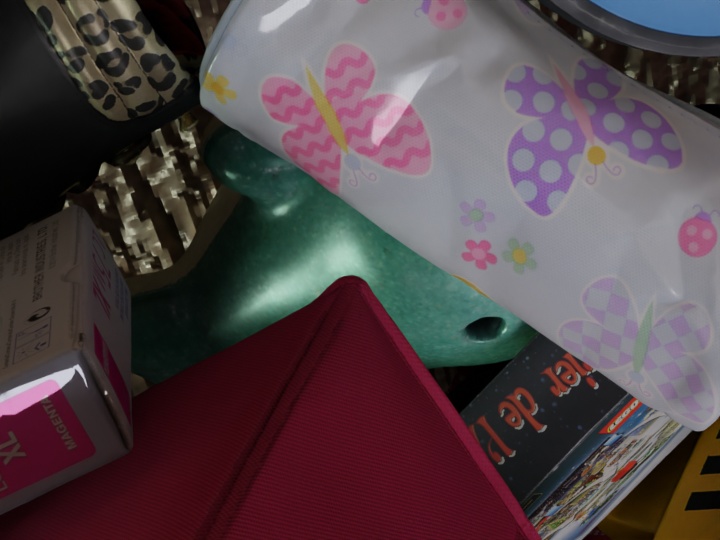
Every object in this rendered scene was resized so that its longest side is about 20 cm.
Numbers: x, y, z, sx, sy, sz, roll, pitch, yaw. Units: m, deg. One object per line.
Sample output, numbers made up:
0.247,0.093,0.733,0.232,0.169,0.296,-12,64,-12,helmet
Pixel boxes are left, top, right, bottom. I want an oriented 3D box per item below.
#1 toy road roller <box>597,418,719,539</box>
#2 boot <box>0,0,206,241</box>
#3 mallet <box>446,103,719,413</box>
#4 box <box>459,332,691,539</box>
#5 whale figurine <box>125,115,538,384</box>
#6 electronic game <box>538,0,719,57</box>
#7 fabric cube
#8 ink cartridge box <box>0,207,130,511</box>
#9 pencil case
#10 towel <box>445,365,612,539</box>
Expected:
0.171,0.066,0.975,0.123,0.146,0.201,41,70,-50,toy road roller
-0.108,-0.019,0.819,0.153,0.074,0.204,-26,133,8,boot
0.081,0.024,0.951,0.200,0.041,0.066,-45,137,4,mallet
0.093,0.037,0.881,0.200,0.038,0.136,-47,162,14,box
0.000,0.000,0.872,0.200,0.104,0.159,-32,140,16,whale figurine
0.104,-0.160,0.719,0.199,0.042,0.201,-7,105,-26,electronic game
-0.047,0.157,0.716,0.196,0.200,0.200,-28,107,27,fabric cube
-0.161,0.056,0.729,0.199,0.119,0.042,-24,110,3,ink cartridge box
0.049,-0.037,0.758,0.200,0.083,0.091,32,121,3,pencil case
0.079,0.085,1.026,0.144,0.022,0.201,7,116,-33,towel
